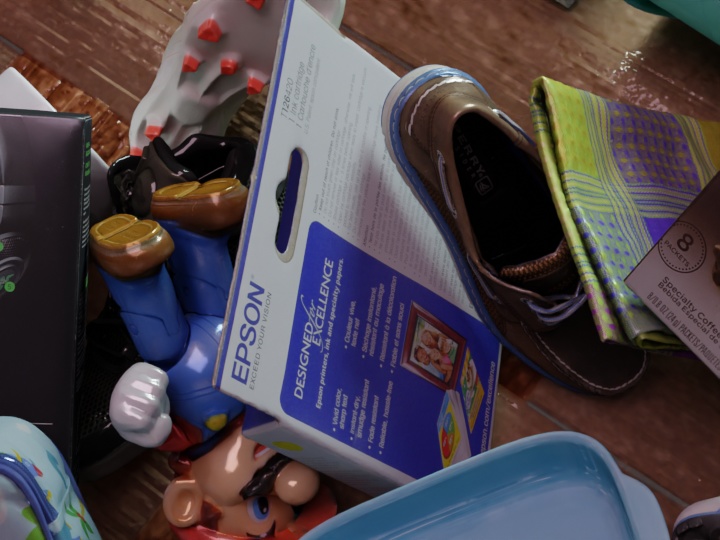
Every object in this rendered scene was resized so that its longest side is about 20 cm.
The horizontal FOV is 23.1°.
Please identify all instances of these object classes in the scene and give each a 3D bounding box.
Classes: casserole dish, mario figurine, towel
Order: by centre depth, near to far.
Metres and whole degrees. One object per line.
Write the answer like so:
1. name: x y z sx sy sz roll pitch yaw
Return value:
1. casserole dish: 0.049 0.151 0.781 0.199 0.039 0.122 -25 61 19
2. mario figurine: -0.054 0.061 0.842 0.123 0.201 0.106 -18 22 -5
3. towel: 0.167 -0.020 0.850 0.023 0.199 0.145 -37 58 39

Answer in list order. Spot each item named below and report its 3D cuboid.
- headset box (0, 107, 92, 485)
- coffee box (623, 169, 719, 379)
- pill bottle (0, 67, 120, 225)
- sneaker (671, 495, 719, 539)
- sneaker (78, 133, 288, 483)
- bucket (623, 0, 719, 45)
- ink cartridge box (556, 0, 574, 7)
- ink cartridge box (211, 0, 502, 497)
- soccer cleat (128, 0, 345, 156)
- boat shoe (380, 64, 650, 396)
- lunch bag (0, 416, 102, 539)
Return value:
1. headset box: -0.215 0.008 0.819 0.173 0.093 0.202 2 95 -7
2. coffee box: 0.225 0.027 0.736 0.200 0.113 0.080 47 38 12
3. pill bottle: -0.222 -0.004 0.928 0.200 0.116 0.116 -46 66 -5
4. sneaker: 0.246 0.113 0.828 0.198 0.072 0.073 -9 37 11
5. sneaker: -0.112 0.009 0.905 0.076 0.114 0.200 28 73 42
6. bucket: 0.223 -0.198 0.895 0.135 0.207 0.207 34 76 33
7. ink cartridge box: 0.083 -0.265 1.012 0.200 0.083 0.145 35 76 22
8. ink cartridge box: 0.000 0.000 0.851 0.047 0.200 0.199 -11 60 40
9. soccer cleat: -0.069 -0.119 0.928 0.069 0.200 0.078 27 54 -18
10. boat shoe: 0.081 -0.007 0.845 0.072 0.200 0.072 -42 22 -1
11. lunch bag: -0.175 0.179 0.763 0.160 0.082 0.201 -22 103 1
